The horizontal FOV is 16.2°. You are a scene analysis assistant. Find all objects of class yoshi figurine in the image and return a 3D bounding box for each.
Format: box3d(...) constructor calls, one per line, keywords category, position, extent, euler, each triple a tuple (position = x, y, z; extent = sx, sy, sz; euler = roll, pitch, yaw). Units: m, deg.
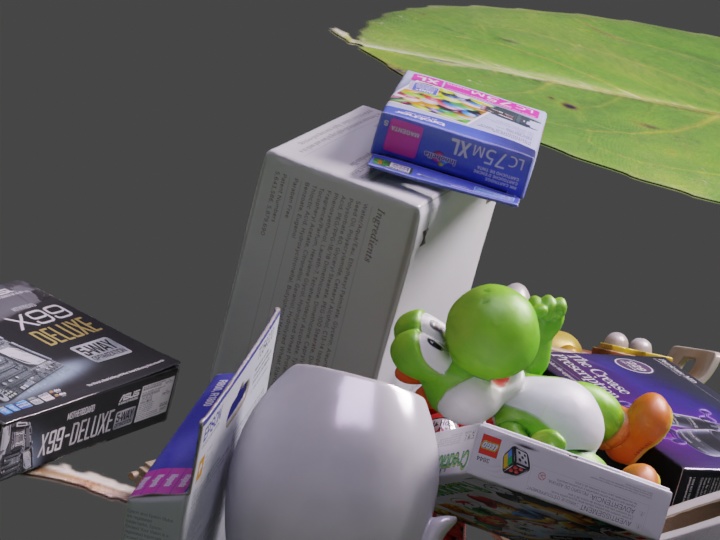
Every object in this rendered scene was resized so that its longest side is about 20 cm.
box3d(category="yoshi figurine", position=(0.117, 0.076, 1.623), extent=(0.199, 0.112, 0.112), euler=(30, 3, -20))

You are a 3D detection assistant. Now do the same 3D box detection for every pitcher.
box3d(category="pitcher", position=(-0.001, 0.166, 1.454), extent=(0.171, 0.201, 0.121), euler=(13, -7, 9))

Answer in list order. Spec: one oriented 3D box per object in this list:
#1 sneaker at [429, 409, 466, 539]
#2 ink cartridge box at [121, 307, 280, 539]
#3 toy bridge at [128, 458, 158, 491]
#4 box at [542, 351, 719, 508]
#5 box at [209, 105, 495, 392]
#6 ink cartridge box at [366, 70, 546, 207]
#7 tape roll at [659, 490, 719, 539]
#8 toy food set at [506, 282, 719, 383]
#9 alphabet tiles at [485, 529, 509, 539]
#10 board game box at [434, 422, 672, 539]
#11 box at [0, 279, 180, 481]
box3d(category="sneaker", position=(0.044, 0.162, 1.667), extent=(0.067, 0.108, 0.202), euler=(12, 21, -11))
box3d(category="ink cartridge box", position=(-0.100, 0.140, 1.484), extent=(0.043, 0.201, 0.196), euler=(12, 19, 8))
box3d(category="toy bridge", position=(-0.083, 0.179, 1.644), extent=(0.200, 0.027, 0.067), euler=(30, 26, 34))
box3d(category="box", position=(0.211, 0.131, 1.783), extent=(0.141, 0.079, 0.200), euler=(7, 18, -35))
box3d(category="box", position=(0.000, 0.000, 1.923), extent=(0.130, 0.201, 0.199), euler=(21, 20, 16))
box3d(category="ink cartridge box", position=(0.075, -0.100, 1.895), extent=(0.119, 0.042, 0.200), euler=(17, 19, 3))
box3d(category="tape roll", position=(0.212, 0.167, 1.565), extent=(0.202, 0.037, 0.203), euler=(-19, -2, -1))
box3d(category="toy food set", position=(0.182, 0.052, 2.055), extent=(0.199, 0.061, 0.143), euler=(12, -1, -8))
box3d(category="alphabet tiles", position=(0.188, 0.194, 1.712), extent=(0.199, 0.008, 0.167), euler=(4, 22, -32))
box3d(category="board game box", position=(0.093, 0.134, 1.542), extent=(0.126, 0.035, 0.200), euler=(20, -13, -12))
box3d(category="box", position=(-0.247, 0.074, 1.762), extent=(0.157, 0.050, 0.200), euler=(26, 23, 27))
